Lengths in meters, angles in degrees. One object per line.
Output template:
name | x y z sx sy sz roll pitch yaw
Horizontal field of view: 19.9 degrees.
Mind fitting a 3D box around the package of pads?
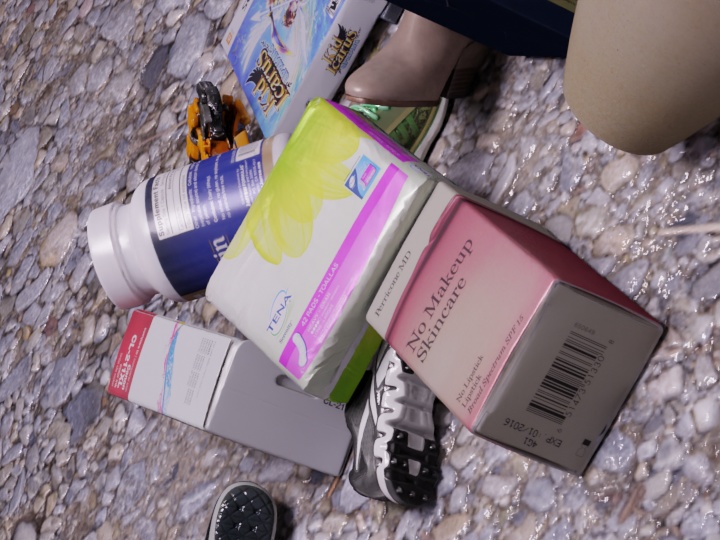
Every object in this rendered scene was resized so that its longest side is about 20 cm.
package of pads | -0.026 -0.020 1.626 0.154 0.068 0.201 40 105 40

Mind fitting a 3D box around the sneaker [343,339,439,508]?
sneaker | 0.027 0.093 1.636 0.090 0.066 0.202 -15 60 51

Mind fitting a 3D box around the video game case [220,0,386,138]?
video game case | -0.060 -0.243 2.001 0.182 0.045 0.200 -61 32 25

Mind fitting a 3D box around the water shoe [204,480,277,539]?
water shoe | -0.114 0.281 1.751 0.079 0.071 0.201 132 156 -83

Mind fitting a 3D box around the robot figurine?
robot figurine | -0.128 -0.088 1.970 0.201 0.058 0.146 -107 18 -46

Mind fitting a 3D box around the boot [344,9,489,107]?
boot | 0.058 -0.213 1.692 0.070 0.200 0.147 20 108 25

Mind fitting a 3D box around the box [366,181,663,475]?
box | 0.108 0.039 1.501 0.128 0.108 0.200 -62 31 10

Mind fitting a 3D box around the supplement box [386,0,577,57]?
supplement box | 0.116 -0.292 1.601 0.134 0.199 0.201 10 83 52

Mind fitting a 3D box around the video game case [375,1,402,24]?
video game case | 0.016 -0.324 1.988 0.144 0.019 0.200 -64 29 4

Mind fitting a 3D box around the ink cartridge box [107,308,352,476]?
ink cartridge box | -0.108 0.103 1.763 0.200 0.145 0.083 12 81 60

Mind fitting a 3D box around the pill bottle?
pill bottle | -0.133 -0.039 1.804 0.199 0.116 0.116 -18 48 14

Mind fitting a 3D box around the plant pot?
plant pot | 0.226 -0.183 1.425 0.200 0.186 0.188 122 152 -42

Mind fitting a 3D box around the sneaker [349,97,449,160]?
sneaker | 0.014 -0.124 1.781 0.077 0.088 0.201 -1 69 57
